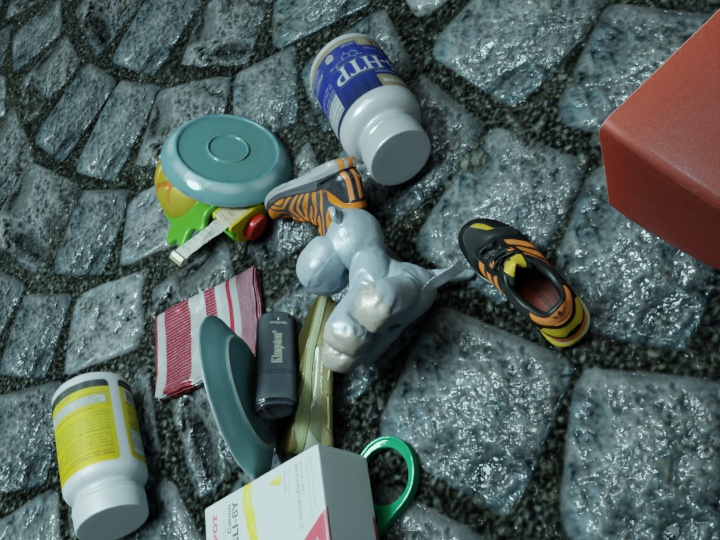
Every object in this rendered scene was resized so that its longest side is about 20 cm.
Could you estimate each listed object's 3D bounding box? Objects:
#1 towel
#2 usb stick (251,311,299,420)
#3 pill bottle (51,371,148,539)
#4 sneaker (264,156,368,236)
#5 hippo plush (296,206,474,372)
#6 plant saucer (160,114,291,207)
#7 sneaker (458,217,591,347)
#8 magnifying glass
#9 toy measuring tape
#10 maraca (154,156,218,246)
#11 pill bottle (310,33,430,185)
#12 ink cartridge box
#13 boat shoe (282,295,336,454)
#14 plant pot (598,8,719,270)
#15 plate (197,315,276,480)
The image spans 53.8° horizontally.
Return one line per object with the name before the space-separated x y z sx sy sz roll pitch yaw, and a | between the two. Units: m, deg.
towel | -0.223 0.092 1.029 0.196 0.023 0.147 -24 56 21
usb stick | -0.105 0.112 0.882 0.054 0.033 0.201 -7 28 -3
pill bottle | -0.356 0.254 0.975 0.113 0.114 0.203 -35 53 12
sneaker | -0.061 -0.072 0.971 0.198 0.076 0.115 -17 90 54
hippo plush | 0.000 0.000 0.825 0.199 0.159 0.162 -41 73 10
plant saucer | -0.197 -0.173 1.056 0.194 0.028 0.204 8 47 -8
sneaker | 0.172 -0.006 0.787 0.070 0.090 0.201 -43 53 5
magnifying glass | 0.011 0.287 0.793 0.078 0.022 0.205 10 71 34
toy measuring tape | -0.195 -0.056 1.026 0.072 0.075 0.200 16 47 35
maraca | -0.262 -0.127 1.100 0.136 0.106 0.204 -35 48 28
pill bottle | 0.015 -0.217 0.966 0.119 0.119 0.203 -36 54 11
ink cartridge box | -0.078 0.301 0.770 0.198 0.082 0.148 -35 49 30
boat shoe | -0.050 0.128 0.885 0.073 0.061 0.206 130 151 -60
plant pot | 0.363 -0.107 0.664 0.200 0.199 0.177 -43 63 6
plate | -0.137 0.146 0.842 0.025 0.201 0.204 -21 56 4
